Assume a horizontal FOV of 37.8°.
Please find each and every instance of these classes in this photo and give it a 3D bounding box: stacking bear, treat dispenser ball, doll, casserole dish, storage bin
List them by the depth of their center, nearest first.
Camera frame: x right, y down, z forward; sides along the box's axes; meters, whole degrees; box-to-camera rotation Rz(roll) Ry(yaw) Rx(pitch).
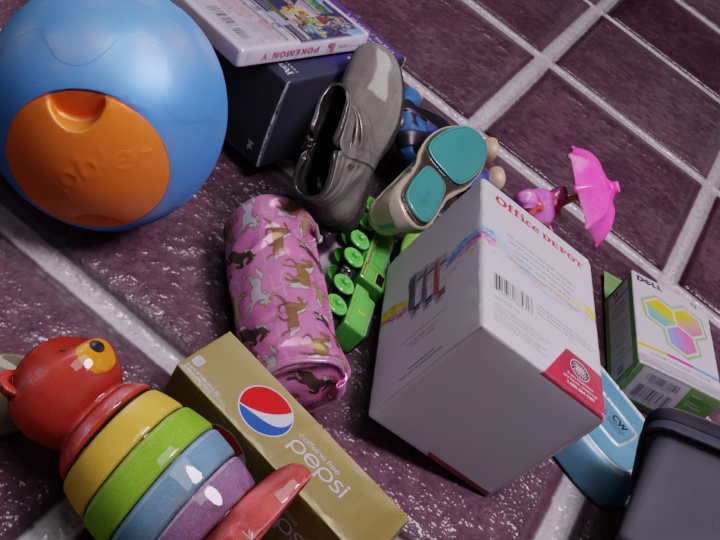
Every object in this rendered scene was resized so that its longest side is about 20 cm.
[{"bbox_3d":[-0.152,0.123,0.703,0.200,0.114,0.121,42,29,7],"label":"stacking bear"},{"bbox_3d":[0.297,0.234,0.862,0.198,0.147,0.134,22,45,25],"label":"storage bin"},{"bbox_3d":[-0.208,-0.135,0.866,0.198,0.202,0.203,20,40,-17],"label":"treat dispenser ball"},{"bbox_3d":[0.219,0.138,1.022,0.120,0.039,0.201,-14,59,-43],"label":"casserole dish"},{"bbox_3d":[0.078,-0.148,1.170,0.198,0.048,0.139,17,55,-42],"label":"doll"}]

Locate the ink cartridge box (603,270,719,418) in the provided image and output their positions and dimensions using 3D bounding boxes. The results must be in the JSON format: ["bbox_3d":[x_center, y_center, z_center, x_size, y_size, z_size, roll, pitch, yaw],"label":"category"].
[{"bbox_3d":[0.326,0.068,1.154,0.103,0.060,0.201,26,39,-10],"label":"ink cartridge box"}]

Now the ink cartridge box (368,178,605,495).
[{"bbox_3d":[0.111,0.055,0.925,0.144,0.144,0.202,35,36,-19],"label":"ink cartridge box"}]

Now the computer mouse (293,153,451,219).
[{"bbox_3d":[0.022,-0.085,1.117,0.197,0.034,0.059,21,40,-15],"label":"computer mouse"}]

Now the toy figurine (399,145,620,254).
[{"bbox_3d":[0.162,-0.050,1.035,0.197,0.184,0.152,-3,67,-30],"label":"toy figurine"}]

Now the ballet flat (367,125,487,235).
[{"bbox_3d":[0.067,-0.090,1.077,0.069,0.070,0.200,39,39,7],"label":"ballet flat"}]

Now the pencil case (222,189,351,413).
[{"bbox_3d":[-0.065,0.028,0.898,0.083,0.086,0.202,41,26,-44],"label":"pencil case"}]

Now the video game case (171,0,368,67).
[{"bbox_3d":[-0.117,-0.274,1.056,0.200,0.023,0.181,43,39,25],"label":"video game case"}]

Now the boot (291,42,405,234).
[{"bbox_3d":[-0.007,-0.140,0.972,0.067,0.131,0.203,12,75,11],"label":"boot"}]

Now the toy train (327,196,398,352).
[{"bbox_3d":[0.000,0.000,1.008,0.056,0.042,0.201,36,37,-13],"label":"toy train"}]

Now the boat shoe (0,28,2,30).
[{"bbox_3d":[-0.269,-0.189,0.981,0.198,0.075,0.069,7,36,-43],"label":"boat shoe"}]

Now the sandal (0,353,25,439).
[{"bbox_3d":[-0.288,0.093,0.686,0.080,0.054,0.199,48,40,17],"label":"sandal"}]

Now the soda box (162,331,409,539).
[{"bbox_3d":[-0.062,0.146,0.784,0.200,0.068,0.064,44,38,12],"label":"soda box"}]

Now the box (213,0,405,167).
[{"bbox_3d":[-0.076,-0.209,1.109,0.148,0.105,0.199,41,37,20],"label":"box"}]
